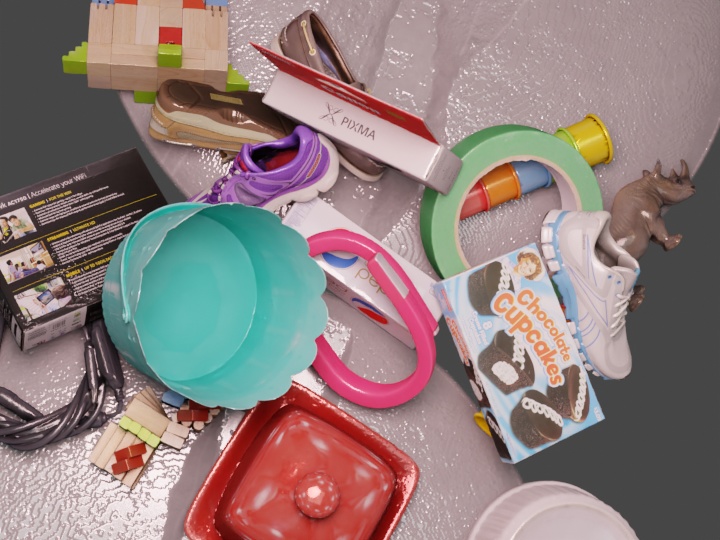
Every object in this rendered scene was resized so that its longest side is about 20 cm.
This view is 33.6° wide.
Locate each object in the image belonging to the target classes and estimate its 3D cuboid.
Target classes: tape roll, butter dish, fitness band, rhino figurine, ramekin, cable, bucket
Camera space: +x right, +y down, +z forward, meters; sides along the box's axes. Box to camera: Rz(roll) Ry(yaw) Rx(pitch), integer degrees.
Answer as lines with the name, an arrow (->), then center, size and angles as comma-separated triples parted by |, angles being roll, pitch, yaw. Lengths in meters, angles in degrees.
tape roll -> 0.164, -0.056, 1.299 | 0.198, 0.048, 0.203 | -4, 107, -13
butter dish -> -0.051, 0.228, 1.198 | 0.198, 0.148, 0.201 | 33, 75, -2
fitness band -> -0.003, 0.052, 1.249 | 0.143, 0.037, 0.201 | -28, 102, 29
rhino figurine -> 0.322, -0.053, 1.361 | 0.087, 0.060, 0.201 | 34, 73, 4
ramekin -> 0.209, 0.323, 1.247 | 0.200, 0.094, 0.205 | 2, 79, -9
cable -> -0.338, 0.082, 1.239 | 0.162, 0.051, 0.202 | -19, 79, -5
bucket -> -0.149, 0.029, 1.168 | 0.205, 0.134, 0.210 | -3, 95, -32

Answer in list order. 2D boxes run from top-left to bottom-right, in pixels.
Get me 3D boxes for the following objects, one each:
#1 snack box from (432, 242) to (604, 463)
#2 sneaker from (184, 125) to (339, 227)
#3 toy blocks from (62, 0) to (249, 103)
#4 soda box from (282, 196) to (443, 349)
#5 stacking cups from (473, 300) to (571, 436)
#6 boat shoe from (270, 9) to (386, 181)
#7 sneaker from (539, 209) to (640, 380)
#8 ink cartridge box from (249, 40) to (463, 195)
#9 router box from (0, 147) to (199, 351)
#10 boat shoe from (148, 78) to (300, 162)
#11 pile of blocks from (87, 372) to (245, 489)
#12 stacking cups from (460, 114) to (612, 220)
snack box -> 0.166, 0.085, 1.251 | 0.115, 0.037, 0.202 | -22, 89, -18
sneaker -> -0.121, -0.097, 1.257 | 0.199, 0.083, 0.081 | -29, 52, 16
toy blocks -> -0.221, -0.269, 1.312 | 0.197, 0.100, 0.138 | 2, 66, -9
soda box -> 0.000, 0.000, 1.294 | 0.199, 0.068, 0.064 | 36, 75, 0
stacking cups -> 0.203, 0.097, 1.309 | 0.060, 0.061, 0.201 | 37, 76, 0
boat shoe -> -0.024, -0.194, 1.324 | 0.072, 0.059, 0.201 | -21, 77, -54
sneaker -> 0.259, 0.027, 1.259 | 0.075, 0.086, 0.202 | -42, 115, -45
ink cartridge box -> -0.009, -0.148, 1.188 | 0.199, 0.176, 0.045 | 27, 92, 19
router box -> -0.287, -0.026, 1.229 | 0.199, 0.051, 0.150 | -24, 73, -27
boat shoe -> -0.136, -0.153, 1.308 | 0.198, 0.076, 0.072 | 12, 40, -23
pile of blocks -> -0.192, 0.147, 1.236 | 0.199, 0.062, 0.082 | -34, 85, -14
stacking cups -> 0.186, -0.110, 1.353 | 0.198, 0.061, 0.061 | -25, 83, -7
